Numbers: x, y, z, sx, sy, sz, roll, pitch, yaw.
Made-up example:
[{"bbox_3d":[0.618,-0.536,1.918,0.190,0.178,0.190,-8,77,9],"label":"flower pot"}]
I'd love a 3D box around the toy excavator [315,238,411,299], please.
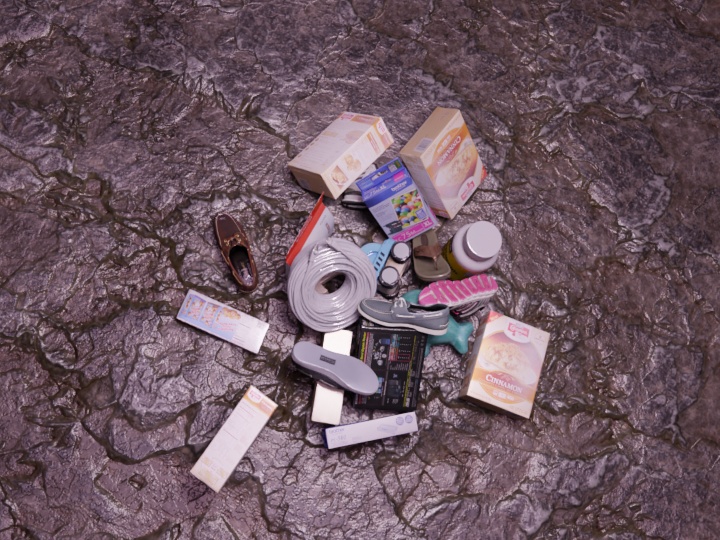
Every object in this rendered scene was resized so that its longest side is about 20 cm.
[{"bbox_3d":[0.000,0.000,1.570,0.197,0.100,0.197,24,74,12],"label":"toy excavator"}]

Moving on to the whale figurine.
[{"bbox_3d":[0.167,0.121,1.549,0.197,0.104,0.162,23,73,-3],"label":"whale figurine"}]

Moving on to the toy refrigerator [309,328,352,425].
[{"bbox_3d":[-0.063,0.235,1.501,0.068,0.076,0.204,9,74,-6],"label":"toy refrigerator"}]

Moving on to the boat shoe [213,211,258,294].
[{"bbox_3d":[-0.280,-0.047,1.541,0.069,0.070,0.203,-24,80,-12],"label":"boat shoe"}]

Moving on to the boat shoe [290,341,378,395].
[{"bbox_3d":[-0.058,0.217,1.434,0.196,0.067,0.071,21,51,0],"label":"boat shoe"}]

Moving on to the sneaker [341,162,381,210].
[{"bbox_3d":[0.059,-0.200,1.626,0.196,0.076,0.118,8,77,-4],"label":"sneaker"}]

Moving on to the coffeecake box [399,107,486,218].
[{"bbox_3d":[0.198,-0.250,1.590,0.072,0.201,0.154,22,66,45],"label":"coffeecake box"}]

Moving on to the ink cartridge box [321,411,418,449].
[{"bbox_3d":[0.018,0.347,1.475,0.196,0.094,0.045,-9,78,-11],"label":"ink cartridge box"}]

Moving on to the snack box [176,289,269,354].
[{"bbox_3d":[-0.306,0.115,1.519,0.197,0.024,0.073,24,75,-2],"label":"snack box"}]

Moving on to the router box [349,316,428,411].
[{"bbox_3d":[0.059,0.205,1.485,0.146,0.062,0.204,4,109,-9],"label":"router box"}]

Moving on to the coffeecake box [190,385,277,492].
[{"bbox_3d":[-0.257,0.346,1.402,0.072,0.154,0.201,35,73,1],"label":"coffeecake box"}]

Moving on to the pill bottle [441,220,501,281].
[{"bbox_3d":[0.252,-0.043,1.552,0.109,0.200,0.114,2,75,-8],"label":"pill bottle"}]

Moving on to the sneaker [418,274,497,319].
[{"bbox_3d":[0.214,0.071,1.514,0.196,0.089,0.074,-11,44,-26],"label":"sneaker"}]

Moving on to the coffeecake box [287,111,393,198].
[{"bbox_3d":[-0.047,-0.271,1.573,0.200,0.153,0.074,-46,126,-16],"label":"coffeecake box"}]

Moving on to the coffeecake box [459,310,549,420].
[{"bbox_3d":[0.331,0.218,1.559,0.151,0.073,0.204,20,73,-2],"label":"coffeecake box"}]

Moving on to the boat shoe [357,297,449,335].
[{"bbox_3d":[0.093,0.080,1.431,0.196,0.063,0.073,13,30,2],"label":"boat shoe"}]

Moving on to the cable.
[{"bbox_3d":[-0.063,0.030,1.447,0.198,0.069,0.202,26,107,-32],"label":"cable"}]

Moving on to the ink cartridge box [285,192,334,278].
[{"bbox_3d":[-0.107,-0.065,1.503,0.050,0.200,0.164,29,74,0],"label":"ink cartridge box"}]

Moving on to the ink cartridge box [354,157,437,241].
[{"bbox_3d":[0.084,-0.151,1.549,0.118,0.201,0.042,-27,39,14],"label":"ink cartridge box"}]

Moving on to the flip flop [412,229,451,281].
[{"bbox_3d":[0.157,-0.045,1.560,0.079,0.058,0.202,-9,39,3],"label":"flip flop"}]
